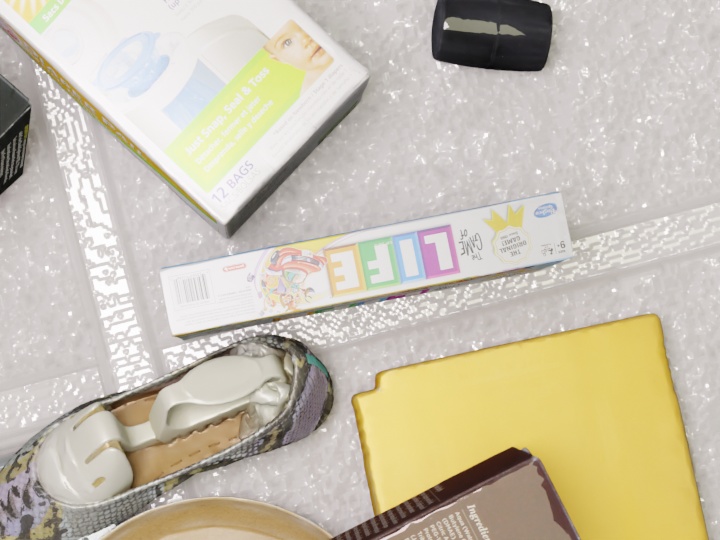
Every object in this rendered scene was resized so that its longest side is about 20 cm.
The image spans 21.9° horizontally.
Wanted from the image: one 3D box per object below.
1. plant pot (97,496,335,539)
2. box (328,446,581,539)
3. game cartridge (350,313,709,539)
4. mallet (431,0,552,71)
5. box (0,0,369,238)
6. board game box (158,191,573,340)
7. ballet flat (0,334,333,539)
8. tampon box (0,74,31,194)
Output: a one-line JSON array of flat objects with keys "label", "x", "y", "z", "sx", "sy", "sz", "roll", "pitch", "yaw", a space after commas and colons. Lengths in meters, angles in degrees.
[{"label": "plant pot", "x": -0.077, "y": 0.221, "z": 0.997, "sx": 0.199, "sy": 0.027, "sz": 0.201, "roll": 0, "pitch": 87, "yaw": -4}, {"label": "box", "x": 0.012, "y": 0.165, "z": 0.941, "sx": 0.200, "sy": 0.100, "sz": 0.075, "roll": -28, "pitch": 88, "yaw": -2}, {"label": "game cartridge", "x": 0.098, "y": 0.138, "z": 1.011, "sx": 0.176, "sy": 0.032, "sz": 0.201, "roll": -11, "pitch": 85, "yaw": -3}, {"label": "mallet", "x": 0.067, "y": -0.208, "z": 1.025, "sx": 0.066, "sy": 0.041, "sz": 0.201, "roll": -2, "pitch": 83, "yaw": -6}, {"label": "box", "x": -0.106, "y": -0.125, "z": 0.976, "sx": 0.200, "sy": 0.101, "sz": 0.113, "roll": 44, "pitch": 85, "yaw": 0}, {"label": "board game box", "x": 0.000, "y": 0.000, "z": 0.959, "sx": 0.199, "sy": 0.134, "sz": 0.034, "roll": -11, "pitch": 88, "yaw": -3}, {"label": "ballet flat", "x": -0.112, "y": 0.084, "z": 0.980, "sx": 0.200, "sy": 0.072, "sz": 0.072, "roll": -23, "pitch": 88, "yaw": -4}, {"label": "tampon box", "x": -0.287, "y": -0.044, "z": 0.931, "sx": 0.150, "sy": 0.126, "sz": 0.200, "roll": 41, "pitch": 71, "yaw": -1}]
